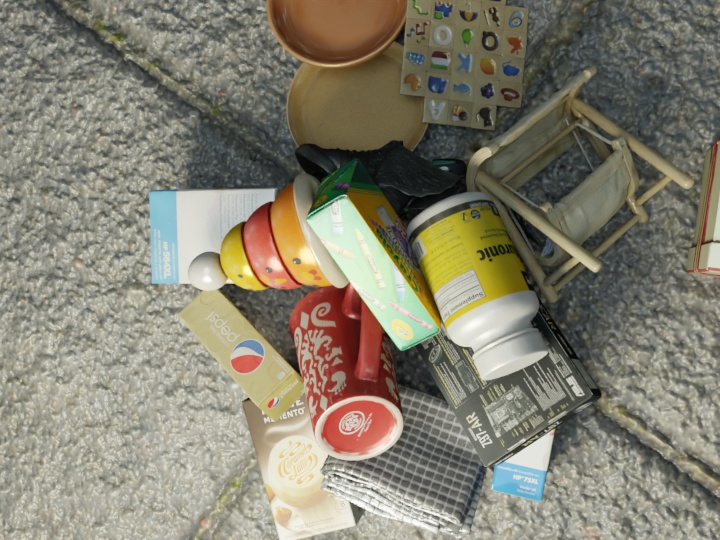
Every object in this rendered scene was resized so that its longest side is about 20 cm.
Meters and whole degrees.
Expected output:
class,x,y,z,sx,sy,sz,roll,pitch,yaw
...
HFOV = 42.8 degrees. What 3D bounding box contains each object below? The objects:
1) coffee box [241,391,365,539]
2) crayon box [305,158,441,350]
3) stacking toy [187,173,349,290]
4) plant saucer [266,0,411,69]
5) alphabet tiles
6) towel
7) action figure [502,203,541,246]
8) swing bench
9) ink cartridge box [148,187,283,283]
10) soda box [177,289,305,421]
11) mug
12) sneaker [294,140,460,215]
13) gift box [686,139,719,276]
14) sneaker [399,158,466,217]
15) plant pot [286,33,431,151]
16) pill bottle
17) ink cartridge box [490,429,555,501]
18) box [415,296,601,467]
class,x,y,z,sx,sy,sz,roll,pitch,yaw
coffee box,-0.077,0.256,1.262,0.114,0.080,0.200,-17,88,11
crayon box,0.022,-0.020,1.077,0.058,0.119,0.200,-29,110,19
stacking toy,-0.120,-0.020,1.128,0.200,0.146,0.146,-21,87,13
plant saucer,-0.027,-0.365,1.246,0.200,0.037,0.201,-2,79,10
alphabet tiles,0.139,-0.291,1.218,0.166,0.006,0.200,4,92,-9
towel,0.068,0.238,1.185,0.200,0.166,0.086,18,137,11
action figure,0.133,-0.011,1.199,0.200,0.119,0.102,-34,47,3
swing bench,0.256,-0.107,1.126,0.199,0.130,0.200,-37,82,-23
ink cartridge box,-0.168,-0.046,1.248,0.200,0.129,0.126,0,92,11
soda box,-0.159,0.107,1.238,0.068,0.064,0.200,-44,58,-7
mug,-0.020,0.112,1.143,0.133,0.200,0.178,-14,127,1
sneaker,0.020,-0.128,1.170,0.200,0.060,0.104,35,71,23
gift box,0.506,-0.053,1.091,0.200,0.185,0.187,9,91,17
sneaker,0.054,-0.094,1.242,0.200,0.074,0.088,-11,102,21
plant pot,-0.001,-0.222,1.251,0.200,0.027,0.200,-1,82,9
pill bottle,0.138,0.019,1.060,0.111,0.111,0.200,-25,73,10
ink cartridge box,0.221,0.181,1.185,0.067,0.116,0.200,11,94,11
box,0.170,0.112,1.118,0.160,0.044,0.200,-40,65,20
